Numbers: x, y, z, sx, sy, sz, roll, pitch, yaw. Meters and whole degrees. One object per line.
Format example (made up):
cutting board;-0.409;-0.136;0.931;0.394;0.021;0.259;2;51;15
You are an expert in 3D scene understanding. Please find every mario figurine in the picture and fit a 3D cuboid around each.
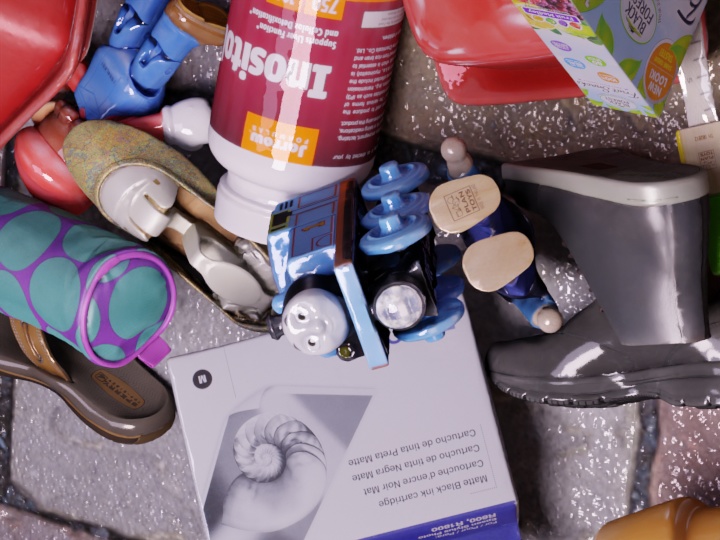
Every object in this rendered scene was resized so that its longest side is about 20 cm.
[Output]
mario figurine;-0.162;-0.119;1.934;0.106;0.124;0.200;30;116;-21

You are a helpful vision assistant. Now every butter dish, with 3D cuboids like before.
butter dish;0.089;-0.197;1.684;0.200;0.148;0.200;-3;98;35
butter dish;-0.262;-0.197;1.854;0.199;0.147;0.201;-34;43;55

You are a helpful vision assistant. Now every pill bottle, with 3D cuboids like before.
pill bottle;-0.037;-0.122;1.809;0.113;0.113;0.201;22;113;29

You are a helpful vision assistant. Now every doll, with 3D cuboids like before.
doll;0.082;-0.021;1.713;0.048;0.200;0.137;-30;81;4

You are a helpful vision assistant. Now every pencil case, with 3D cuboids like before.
pencil case;-0.216;0.002;1.907;0.200;0.085;0.093;22;143;44

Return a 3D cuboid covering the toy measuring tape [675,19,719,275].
toy measuring tape;0.223;-0.082;1.668;0.073;0.073;0.201;-10;92;36

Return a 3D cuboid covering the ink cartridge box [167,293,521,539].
ink cartridge box;-0.006;0.129;1.760;0.199;0.041;0.201;-15;82;-1

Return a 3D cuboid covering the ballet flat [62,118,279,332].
ballet flat;-0.118;-0.028;1.869;0.200;0.071;0.071;39;123;-9

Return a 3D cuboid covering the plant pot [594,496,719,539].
plant pot;0.262;0.212;1.647;0.183;0.200;0.201;-23;87;20

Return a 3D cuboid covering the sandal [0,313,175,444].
sandal;-0.216;0.052;1.986;0.200;0.082;0.055;35;140;20

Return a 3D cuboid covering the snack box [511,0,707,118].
snack box;0.162;-0.209;1.581;0.053;0.142;0.200;14;72;34

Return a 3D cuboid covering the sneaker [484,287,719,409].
sneaker;0.170;0.042;1.739;0.199;0.076;0.091;-3;89;29

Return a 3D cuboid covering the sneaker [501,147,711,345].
sneaker;0.145;-0.014;1.692;0.200;0.075;0.107;-160;62;-66

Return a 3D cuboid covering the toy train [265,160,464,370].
toy train;0.000;0.000;1.705;0.114;0.200;0.087;-20;108;7
